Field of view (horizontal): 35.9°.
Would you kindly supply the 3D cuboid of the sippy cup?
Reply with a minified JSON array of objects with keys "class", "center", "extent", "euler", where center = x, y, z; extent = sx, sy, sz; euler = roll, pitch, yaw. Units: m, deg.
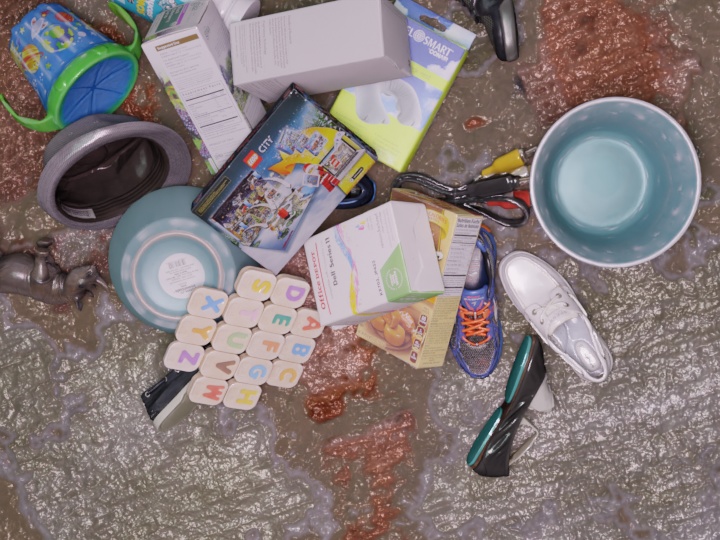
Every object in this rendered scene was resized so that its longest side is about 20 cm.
[{"class":"sippy cup","center":[-0.381,-0.272,1.443],"extent":[0.130,0.178,0.140],"euler":[44,135,13]}]

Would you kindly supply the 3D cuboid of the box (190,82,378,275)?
[{"class":"box","center":[-0.094,-0.111,1.373],"extent":[0.136,0.038,0.200],"euler":[38,103,-17]}]

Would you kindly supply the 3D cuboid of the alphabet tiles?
[{"class":"alphabet tiles","center":[-0.144,0.090,1.421],"extent":[0.195,0.015,0.200],"euler":[14,111,-33]}]

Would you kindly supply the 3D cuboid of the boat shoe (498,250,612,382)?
[{"class":"boat shoe","center":[0.251,0.057,1.407],"extent":[0.071,0.069,0.200],"euler":[-41,88,9]}]

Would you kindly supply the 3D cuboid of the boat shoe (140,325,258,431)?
[{"class":"boat shoe","center":[-0.214,0.122,1.473],"extent":[0.199,0.074,0.066],"euler":[-48,69,9]}]

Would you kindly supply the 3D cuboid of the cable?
[{"class":"cable","center":[0.143,-0.098,1.437],"extent":[0.199,0.050,0.097],"euler":[-7,108,20]}]

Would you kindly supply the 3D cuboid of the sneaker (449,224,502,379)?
[{"class":"sneaker","center":[0.141,0.040,1.416],"extent":[0.075,0.078,0.201],"euler":[-6,93,8]}]

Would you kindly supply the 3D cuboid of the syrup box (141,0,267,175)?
[{"class":"syrup box","center":[-0.186,-0.227,1.387],"extent":[0.081,0.079,0.200],"euler":[-14,127,18]}]

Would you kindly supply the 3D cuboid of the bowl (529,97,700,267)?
[{"class":"bowl","center":[0.301,-0.107,1.359],"extent":[0.200,0.105,0.202],"euler":[0,95,1]}]

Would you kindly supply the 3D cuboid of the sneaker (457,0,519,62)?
[{"class":"sneaker","center":[0.133,-0.346,1.395],"extent":[0.114,0.076,0.200],"euler":[-18,88,10]}]

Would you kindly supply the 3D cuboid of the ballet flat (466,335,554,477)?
[{"class":"ballet flat","center":[0.204,0.179,1.429],"extent":[0.068,0.068,0.200],"euler":[22,107,-4]}]

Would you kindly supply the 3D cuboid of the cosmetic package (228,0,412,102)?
[{"class":"cosmetic package","center":[-0.048,-0.270,1.368],"extent":[0.199,0.108,0.085],"euler":[-8,82,19]}]

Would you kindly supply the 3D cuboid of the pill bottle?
[{"class":"pill bottle","center":[-0.231,-0.360,1.421],"extent":[0.200,0.111,0.111],"euler":[28,97,5]}]

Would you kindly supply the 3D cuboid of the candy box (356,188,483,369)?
[{"class":"candy box","center":[0.072,0.009,1.396],"extent":[0.115,0.055,0.201],"euler":[26,108,41]}]

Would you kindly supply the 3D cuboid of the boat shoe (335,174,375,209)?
[{"class":"boat shoe","center":[-0.082,-0.119,1.439],"extent":[0.199,0.069,0.084],"euler":[-2,94,7]}]

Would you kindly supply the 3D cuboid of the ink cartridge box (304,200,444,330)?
[{"class":"ink cartridge box","center":[0.000,0.000,1.380],"extent":[0.200,0.067,0.117],"euler":[-23,75,42]}]

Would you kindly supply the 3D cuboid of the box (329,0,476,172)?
[{"class":"box","center":[0.050,-0.241,1.425],"extent":[0.122,0.048,0.200],"euler":[29,98,4]}]

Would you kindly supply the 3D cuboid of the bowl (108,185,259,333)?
[{"class":"bowl","center":[-0.231,-0.003,1.428],"extent":[0.200,0.105,0.201],"euler":[-1,101,-3]}]

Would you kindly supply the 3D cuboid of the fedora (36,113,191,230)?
[{"class":"fedora","center":[-0.329,-0.142,1.445],"extent":[0.200,0.177,0.090],"euler":[-29,57,-7]}]

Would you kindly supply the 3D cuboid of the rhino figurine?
[{"class":"rhino figurine","center":[-0.430,0.003,1.496],"extent":[0.199,0.060,0.088],"euler":[14,115,6]}]
